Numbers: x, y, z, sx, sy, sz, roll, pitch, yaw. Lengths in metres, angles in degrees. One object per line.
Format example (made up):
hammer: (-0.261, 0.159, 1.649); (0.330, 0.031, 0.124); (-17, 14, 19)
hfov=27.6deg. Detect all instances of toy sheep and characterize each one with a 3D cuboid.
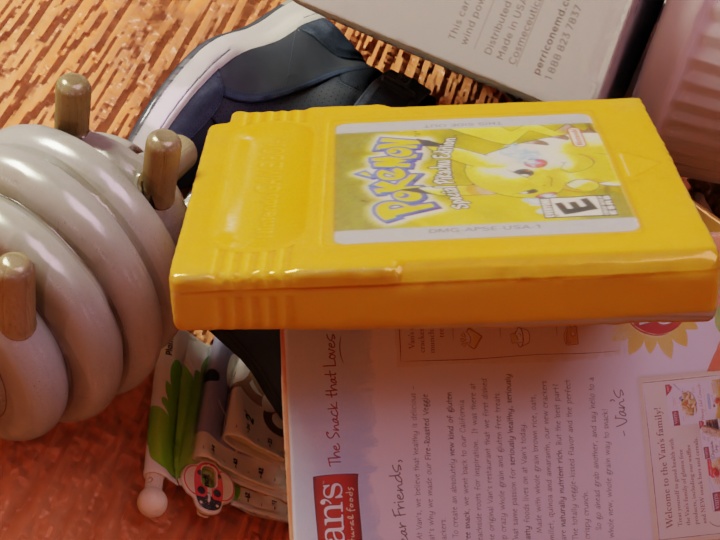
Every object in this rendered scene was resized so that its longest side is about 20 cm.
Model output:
toy sheep: (-0.132, -0.003, 0.629); (0.138, 0.138, 0.200); (44, 52, 6)

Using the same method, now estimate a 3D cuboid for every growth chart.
growth chart: (-0.015, 0.075, 0.721); (0.199, 0.018, 0.145); (15, 45, -23)

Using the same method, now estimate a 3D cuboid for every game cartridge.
game cartridge: (0.030, -0.029, 0.602); (0.199, 0.033, 0.176); (0, 26, 0)

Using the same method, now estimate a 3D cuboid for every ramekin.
ramekin: (0.212, -0.135, 0.780); (0.094, 0.203, 0.203); (22, 43, 9)

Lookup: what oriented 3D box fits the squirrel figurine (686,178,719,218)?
squirrel figurine: (0.245, 0.000, 0.879); (0.186, 0.142, 0.200); (11, 48, -15)

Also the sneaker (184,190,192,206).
sneaker: (0.000, 0.000, 0.741); (0.199, 0.070, 0.094); (3, 49, -28)

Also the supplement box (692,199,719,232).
supplement box: (0.176, 0.014, 0.754); (0.200, 0.069, 0.067); (39, 86, 12)

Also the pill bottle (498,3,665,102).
pill bottle: (0.136, -0.146, 0.938); (0.200, 0.111, 0.111); (42, 43, 5)

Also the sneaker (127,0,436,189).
sneaker: (-0.028, -0.063, 0.786); (0.146, 0.077, 0.202); (40, 42, 6)

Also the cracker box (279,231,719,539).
cracker box: (0.066, 0.055, 0.625); (0.199, 0.058, 0.135); (-2, 86, -4)

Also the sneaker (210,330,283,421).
sneaker: (0.022, -0.014, 0.684); (0.106, 0.075, 0.200); (46, 78, -6)

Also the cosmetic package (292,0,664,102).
cosmetic package: (0.084, -0.183, 0.786); (0.166, 0.168, 0.200); (23, 9, 10)
